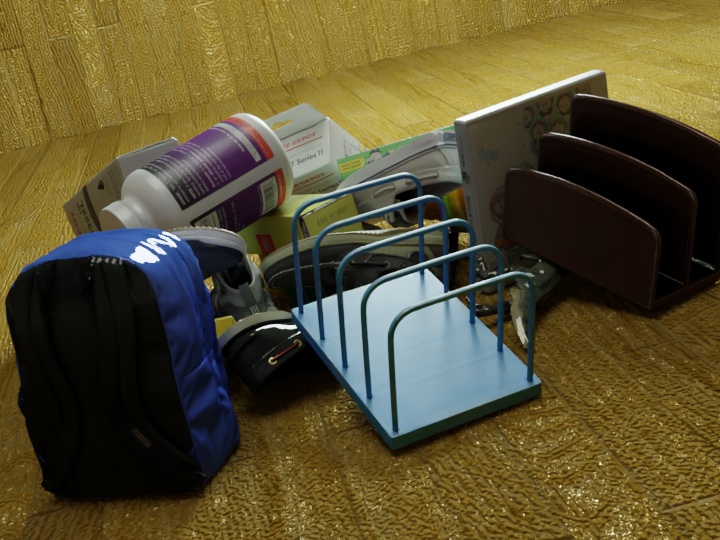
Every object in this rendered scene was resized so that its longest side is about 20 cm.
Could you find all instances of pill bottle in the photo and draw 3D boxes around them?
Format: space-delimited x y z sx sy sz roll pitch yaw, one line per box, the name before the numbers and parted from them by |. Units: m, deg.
pill bottle | -0.175 -0.079 1.262 0.199 0.113 0.112 -34 25 -28

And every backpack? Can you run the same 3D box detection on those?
backpack | -0.196 0.065 0.973 0.161 0.202 0.168 -9 17 15

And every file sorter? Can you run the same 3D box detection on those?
file sorter | 0.039 0.023 0.973 0.138 0.124 0.200 -17 35 -20

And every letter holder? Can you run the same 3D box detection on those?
letter holder | 0.238 -0.074 1.117 0.100 0.143 0.200 -20 33 -31

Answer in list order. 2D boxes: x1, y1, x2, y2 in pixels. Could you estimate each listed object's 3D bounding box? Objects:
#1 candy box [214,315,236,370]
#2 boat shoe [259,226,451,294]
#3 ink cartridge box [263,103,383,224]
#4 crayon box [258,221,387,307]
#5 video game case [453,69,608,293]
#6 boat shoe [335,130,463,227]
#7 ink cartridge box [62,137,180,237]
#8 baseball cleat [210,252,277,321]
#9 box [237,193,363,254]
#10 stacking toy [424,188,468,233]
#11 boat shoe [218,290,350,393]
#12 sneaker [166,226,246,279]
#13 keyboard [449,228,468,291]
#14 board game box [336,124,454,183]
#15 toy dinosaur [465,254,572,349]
candy box | -0.205 0.088 1.122 0.198 0.027 0.102 -12 -18 3
boat shoe | 0.000 0.000 1.189 0.199 0.067 0.072 -8 -19 -16
ink cartridge box | -0.051 -0.117 1.452 0.116 0.068 0.200 -20 -32 29
crayon box | -0.035 -0.009 1.329 0.125 0.052 0.200 -22 16 -15
video game case | 0.190 -0.094 1.230 0.199 0.184 0.024 -22 23 -29
boat shoe | 0.042 -0.081 1.278 0.070 0.071 0.199 7 -23 -41
ink cartridge box | -0.260 -0.050 1.393 0.083 0.146 0.200 -24 1 -34
baseball cleat | -0.129 0.015 1.247 0.069 0.107 0.200 -23 17 -16
box | -0.088 -0.052 1.347 0.075 0.051 0.199 -30 20 -35
stacking toy | 0.125 -0.082 1.337 0.116 0.110 0.199 -35 11 -31
boat shoe | -0.045 0.067 1.107 0.201 0.063 0.074 -14 -29 -50
sneaker | -0.204 0.026 1.143 0.198 0.110 0.070 -9 -26 10
keyboard | 0.097 -0.012 1.319 0.126 0.021 0.200 -15 17 12
board game box | 0.077 -0.119 1.370 0.198 0.029 0.135 -16 -20 0
toy dinosaur | 0.148 0.021 1.135 0.087 0.048 0.200 2 25 23
